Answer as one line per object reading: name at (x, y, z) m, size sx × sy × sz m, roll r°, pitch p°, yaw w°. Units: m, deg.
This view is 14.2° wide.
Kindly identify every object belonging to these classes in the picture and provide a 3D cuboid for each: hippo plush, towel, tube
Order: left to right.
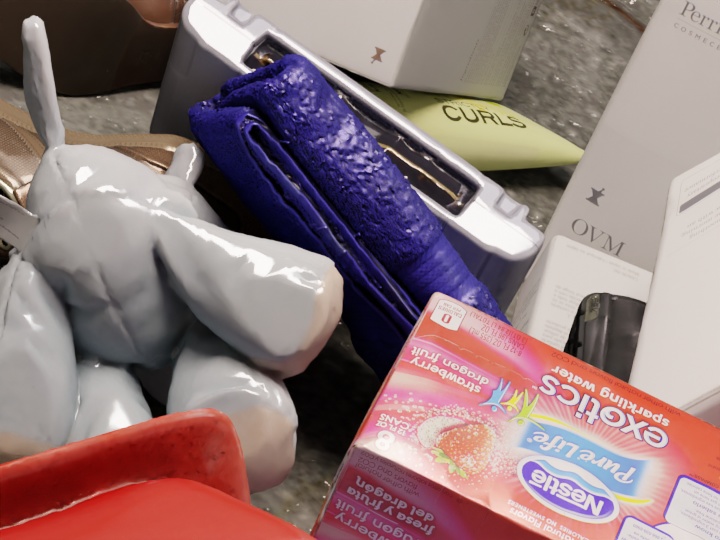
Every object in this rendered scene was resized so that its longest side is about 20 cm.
hippo plush at (-0.107, 0.019, 1.248) m, size 0.200 × 0.159 × 0.161 m, roll 39°, pitch 0°, yaw -1°
towel at (0.000, 0.000, 1.285) m, size 0.200 × 0.050 × 0.148 m, roll 53°, pitch -16°, yaw -8°
tube at (0.038, -0.077, 1.570) m, size 0.200 × 0.052 × 0.058 m, roll 1°, pitch 65°, yaw -44°

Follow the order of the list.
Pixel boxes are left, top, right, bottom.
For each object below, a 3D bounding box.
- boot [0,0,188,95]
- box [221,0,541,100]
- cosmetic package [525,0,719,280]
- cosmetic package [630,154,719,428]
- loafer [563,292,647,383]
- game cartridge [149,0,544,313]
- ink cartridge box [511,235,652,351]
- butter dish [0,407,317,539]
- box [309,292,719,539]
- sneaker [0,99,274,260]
boot at (-0.163, -0.175, 1.555) m, size 0.186 × 0.064 × 0.200 m, roll 15°, pitch 31°, yaw -44°
box at (0.012, -0.161, 1.558) m, size 0.124 × 0.098 × 0.200 m, roll 24°, pitch 9°, yaw 17°
cosmetic package at (0.222, -0.050, 1.508) m, size 0.199 × 0.200 × 0.123 m, roll 27°, pitch 29°, yaw 4°
cosmetic package at (0.233, 0.057, 1.307) m, size 0.199 × 0.123 × 0.200 m, roll 44°, pitch 36°, yaw -20°
loafer at (0.123, 0.089, 1.310) m, size 0.070 × 0.068 × 0.201 m, roll 12°, pitch 44°, yaw -2°
game cartridge at (-0.012, -0.039, 1.382) m, size 0.200 × 0.133 × 0.041 m, roll 36°, pitch 65°, yaw 7°
ink cartridge box at (0.141, 0.089, 1.398) m, size 0.163 × 0.057 × 0.200 m, roll 22°, pitch 51°, yaw -4°
butter dish at (-0.059, 0.160, 0.925) m, size 0.148 × 0.199 × 0.200 m, roll 5°, pitch 13°, yaw 39°
box at (0.088, 0.109, 1.176) m, size 0.200 × 0.095 × 0.100 m, roll 26°, pitch 45°, yaw 3°
sneaker at (-0.137, -0.026, 1.352) m, size 0.200 × 0.070 × 0.076 m, roll 16°, pitch 47°, yaw -6°
